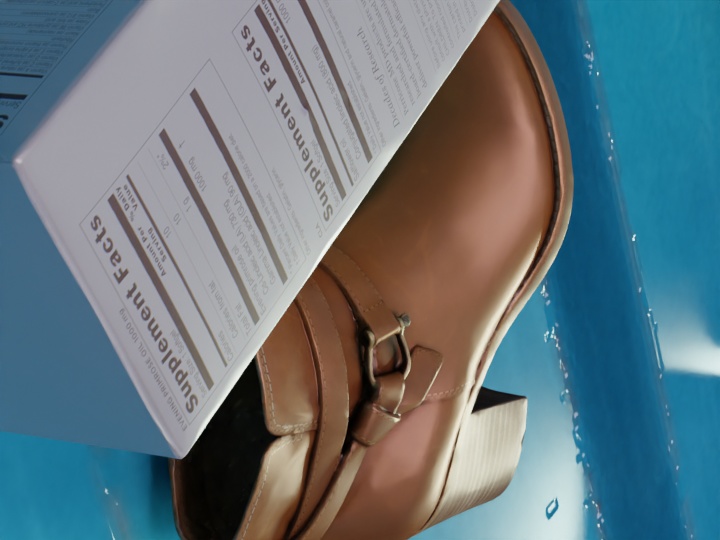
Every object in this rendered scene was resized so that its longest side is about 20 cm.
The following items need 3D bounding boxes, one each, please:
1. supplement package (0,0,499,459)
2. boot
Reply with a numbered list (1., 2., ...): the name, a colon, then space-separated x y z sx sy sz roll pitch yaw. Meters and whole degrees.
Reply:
1. supplement package: -0.064 -0.059 0.773 0.200 0.113 0.110 -55 135 -34
2. boot: 0.000 0.000 0.915 0.154 0.073 0.201 -7 98 -51
